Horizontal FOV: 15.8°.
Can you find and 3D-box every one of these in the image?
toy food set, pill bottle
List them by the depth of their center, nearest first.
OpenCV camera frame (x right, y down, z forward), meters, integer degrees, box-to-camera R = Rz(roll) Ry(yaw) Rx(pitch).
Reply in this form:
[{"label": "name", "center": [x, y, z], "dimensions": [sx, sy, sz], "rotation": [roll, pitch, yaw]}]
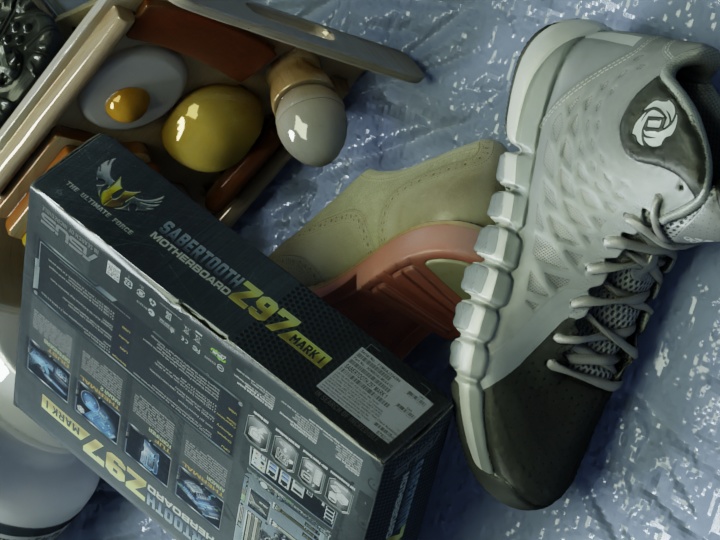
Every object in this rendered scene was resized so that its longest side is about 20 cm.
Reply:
[{"label": "toy food set", "center": [-0.083, -0.043, 1.158], "dimensions": [0.200, 0.143, 0.061], "rotation": [-48, 47, 30]}, {"label": "pill bottle", "center": [-0.197, 0.095, 1.282], "dimensions": [0.200, 0.119, 0.120], "rotation": [-47, 55, 31]}]

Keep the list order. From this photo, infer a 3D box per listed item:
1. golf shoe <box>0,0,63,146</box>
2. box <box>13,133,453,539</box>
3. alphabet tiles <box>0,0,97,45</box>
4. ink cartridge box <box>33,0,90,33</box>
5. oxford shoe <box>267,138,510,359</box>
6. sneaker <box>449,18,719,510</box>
[{"label": "golf shoe", "center": [-0.190, -0.047, 1.214], "dimensions": [0.200, 0.094, 0.078], "rotation": [-44, 52, 26]}, {"label": "box", "center": [-0.061, 0.057, 1.106], "dimensions": [0.200, 0.051, 0.158], "rotation": [37, 143, 20]}, {"label": "alphabet tiles", "center": [-0.168, -0.059, 1.240], "dimensions": [0.199, 0.167, 0.006], "rotation": [-21, 32, 28]}, {"label": "ink cartridge box", "center": [-0.181, -0.196, 1.274], "dimensions": [0.199, 0.088, 0.146], "rotation": [7, 55, 46]}, {"label": "oxford shoe", "center": [0.000, 0.000, 1.143], "dimensions": [0.199, 0.071, 0.074], "rotation": [-19, 47, 43]}, {"label": "sneaker", "center": [0.104, 0.001, 1.020], "dimensions": [0.115, 0.075, 0.201], "rotation": [7, 90, 43]}]
